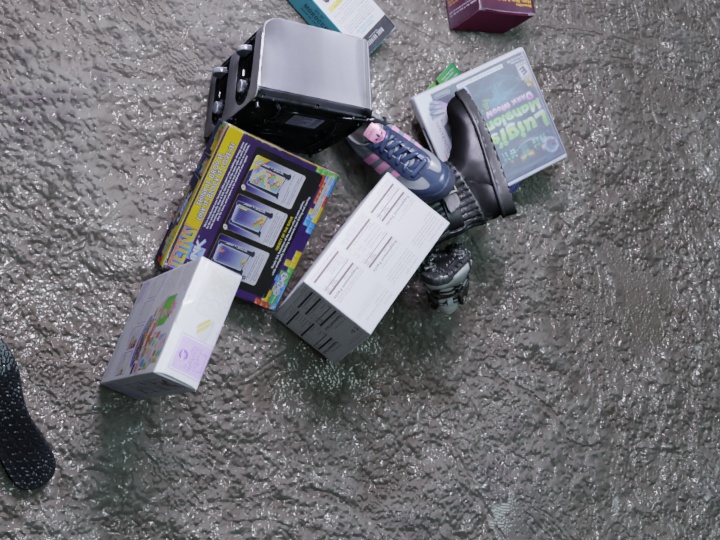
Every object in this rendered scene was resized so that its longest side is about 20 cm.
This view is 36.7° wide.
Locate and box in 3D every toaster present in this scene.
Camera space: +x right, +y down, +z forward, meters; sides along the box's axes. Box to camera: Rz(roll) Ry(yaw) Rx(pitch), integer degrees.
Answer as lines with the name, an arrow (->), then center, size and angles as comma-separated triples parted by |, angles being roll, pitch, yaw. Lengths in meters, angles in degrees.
toaster -> -0.087, -0.234, 1.434 | 0.200, 0.181, 0.119 | 7, 76, -28

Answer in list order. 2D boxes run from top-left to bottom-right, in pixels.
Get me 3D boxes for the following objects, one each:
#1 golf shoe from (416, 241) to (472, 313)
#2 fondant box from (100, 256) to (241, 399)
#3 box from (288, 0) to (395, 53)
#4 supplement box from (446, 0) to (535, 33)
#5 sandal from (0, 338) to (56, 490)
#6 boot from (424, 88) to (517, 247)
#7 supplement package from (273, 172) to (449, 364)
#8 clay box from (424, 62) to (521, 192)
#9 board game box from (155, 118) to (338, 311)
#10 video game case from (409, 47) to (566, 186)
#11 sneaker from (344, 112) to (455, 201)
golf shoe -> 0.124, 0.017, 1.514 | 0.078, 0.200, 0.095 | -9, 96, 10
fondant box -> -0.227, 0.073, 1.282 | 0.058, 0.200, 0.145 | 28, 68, -22
box -> -0.048, -0.394, 1.563 | 0.200, 0.049, 0.082 | 47, 62, -14
supplement box -> 0.192, -0.482, 1.697 | 0.110, 0.086, 0.201 | -3, 82, -31
sandal -> -0.417, 0.162, 1.254 | 0.075, 0.045, 0.200 | -27, 109, -26
boot -> 0.118, -0.144, 1.543 | 0.157, 0.079, 0.212 | -19, 71, 7
supplement package -> 0.000, 0.000, 1.443 | 0.111, 0.156, 0.200 | 39, 64, -3
clay box -> 0.183, -0.217, 1.662 | 0.200, 0.048, 0.115 | 47, 64, -15
board game box -> -0.146, -0.069, 1.394 | 0.165, 0.057, 0.200 | 24, 97, -23
video game case -> 0.193, -0.212, 1.620 | 0.200, 0.023, 0.182 | -27, 99, -18
sneaker -> 0.041, -0.163, 1.490 | 0.070, 0.200, 0.082 | -53, 148, -4
